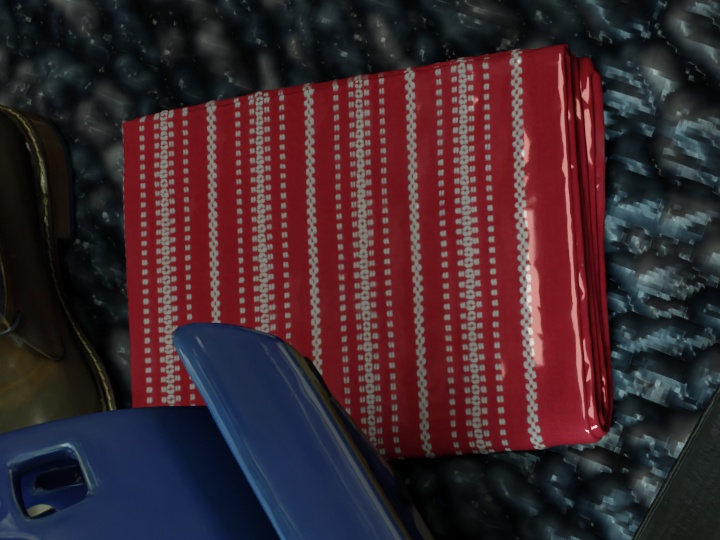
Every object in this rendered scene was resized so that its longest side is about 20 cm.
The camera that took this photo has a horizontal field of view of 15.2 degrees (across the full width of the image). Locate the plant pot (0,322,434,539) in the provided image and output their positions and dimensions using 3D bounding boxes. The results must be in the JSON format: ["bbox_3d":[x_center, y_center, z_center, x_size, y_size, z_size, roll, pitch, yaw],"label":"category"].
[{"bbox_3d":[-0.046,0.147,0.895,0.179,0.200,0.200,-33,61,1],"label":"plant pot"}]

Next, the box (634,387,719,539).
[{"bbox_3d":[0.168,0.110,0.764,0.193,0.047,0.201,34,103,24],"label":"box"}]

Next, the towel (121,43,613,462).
[{"bbox_3d":[0.000,0.000,1.002,0.199,0.022,0.146,-7,81,28],"label":"towel"}]

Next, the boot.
[{"bbox_3d":[-0.150,0.028,1.032,0.074,0.097,0.201,-19,74,24],"label":"boot"}]
